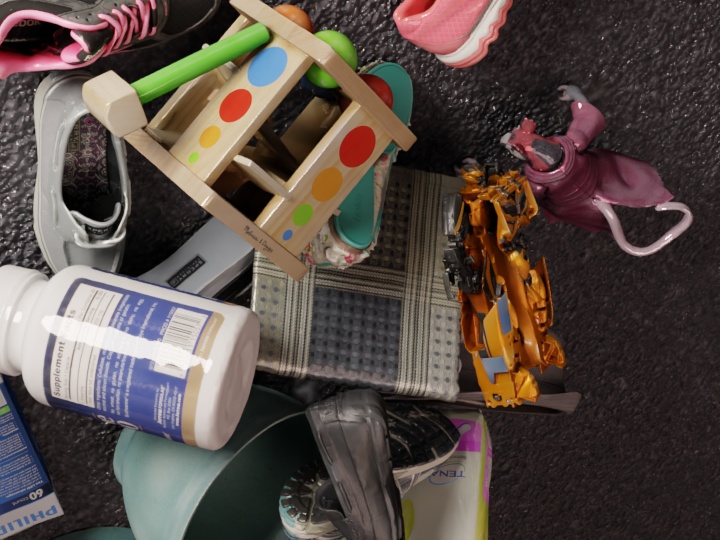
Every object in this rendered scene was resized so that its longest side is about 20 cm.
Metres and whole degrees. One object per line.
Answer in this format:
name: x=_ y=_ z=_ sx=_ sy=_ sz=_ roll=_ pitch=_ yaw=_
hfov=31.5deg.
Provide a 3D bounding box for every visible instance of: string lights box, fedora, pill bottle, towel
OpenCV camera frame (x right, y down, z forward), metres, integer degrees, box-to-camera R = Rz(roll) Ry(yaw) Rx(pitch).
string lights box: x=-0.330 y=0.146 z=1.073 sx=0.103 sy=0.059 sz=0.200 roll=-22 pitch=134 yaw=-14
fedora: x=0.121 y=0.091 z=1.258 sx=0.200 sy=0.177 sz=0.091 roll=6 pitch=81 yaw=-11
pill bottle: x=-0.185 y=0.059 z=0.968 sx=0.200 sy=0.111 sz=0.111 roll=14 pitch=126 yaw=9
towel: x=0.000 y=0.000 z=1.071 sx=0.192 sy=0.200 sz=0.035 roll=10 pitch=165 yaw=-17

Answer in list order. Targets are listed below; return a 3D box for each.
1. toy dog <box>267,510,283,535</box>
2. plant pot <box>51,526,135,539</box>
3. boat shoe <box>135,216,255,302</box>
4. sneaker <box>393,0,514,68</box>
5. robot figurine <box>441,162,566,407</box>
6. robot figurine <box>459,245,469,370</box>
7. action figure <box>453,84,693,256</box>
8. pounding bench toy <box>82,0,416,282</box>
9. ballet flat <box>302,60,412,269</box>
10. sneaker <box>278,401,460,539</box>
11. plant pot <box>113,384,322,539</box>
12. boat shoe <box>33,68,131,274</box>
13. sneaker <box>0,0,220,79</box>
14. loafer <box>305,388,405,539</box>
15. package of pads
toy dog: x=-0.048 y=0.276 z=1.301 sx=0.200 sy=0.140 sz=0.194 roll=18 pitch=101 yaw=-40
plant pot: x=-0.252 y=0.379 z=1.238 sx=0.200 sy=0.161 sz=0.201 roll=-17 pitch=133 yaw=-19
boat shoe: x=-0.155 y=0.028 z=1.078 sx=0.199 sy=0.074 sz=0.068 roll=-43 pitch=147 yaw=-13
sneaker: x=0.096 y=-0.253 z=0.999 sx=0.087 sy=0.074 sz=0.200 roll=13 pitch=118 yaw=-36
robot figurine: x=0.121 y=0.005 z=1.082 sx=0.145 sy=0.058 sz=0.200 roll=-38 pitch=119 yaw=-56
robot figurine: x=0.048 y=0.019 z=1.161 sx=0.200 sy=0.113 sz=0.170 roll=-11 pitch=96 yaw=-24
action figure: x=0.185 y=-0.079 z=1.153 sx=0.134 sy=0.149 sz=0.200 roll=-44 pitch=149 yaw=16
pounding bench toy: x=-0.080 y=-0.121 z=0.906 sx=0.156 sy=0.124 sz=0.200 roll=-50 pitch=139 yaw=0
ballet flat: x=-0.010 y=-0.085 z=1.029 sx=0.076 sy=0.200 sz=0.064 roll=33 pitch=143 yaw=-22
sneaker: x=0.005 y=0.192 z=1.173 sx=0.200 sy=0.078 sz=0.086 roll=-25 pitch=144 yaw=-30
plant pot: x=-0.135 y=0.180 z=1.145 sx=0.200 sy=0.134 sz=0.201 roll=-36 pitch=143 yaw=-33
boat shoe: x=-0.211 y=-0.053 z=0.975 sx=0.070 sy=0.072 sz=0.201 roll=-14 pitch=131 yaw=-21
sneaker: x=-0.183 y=-0.170 z=0.882 sx=0.200 sy=0.095 sz=0.079 roll=-15 pitch=130 yaw=-23
loafer: x=-0.002 y=0.190 z=1.066 sx=0.070 sy=0.068 sz=0.201 roll=-8 pitch=115 yaw=4
package of pads: x=0.048 y=0.230 z=1.222 sx=0.154 sy=0.200 sz=0.068 roll=0 pitch=150 yaw=13
